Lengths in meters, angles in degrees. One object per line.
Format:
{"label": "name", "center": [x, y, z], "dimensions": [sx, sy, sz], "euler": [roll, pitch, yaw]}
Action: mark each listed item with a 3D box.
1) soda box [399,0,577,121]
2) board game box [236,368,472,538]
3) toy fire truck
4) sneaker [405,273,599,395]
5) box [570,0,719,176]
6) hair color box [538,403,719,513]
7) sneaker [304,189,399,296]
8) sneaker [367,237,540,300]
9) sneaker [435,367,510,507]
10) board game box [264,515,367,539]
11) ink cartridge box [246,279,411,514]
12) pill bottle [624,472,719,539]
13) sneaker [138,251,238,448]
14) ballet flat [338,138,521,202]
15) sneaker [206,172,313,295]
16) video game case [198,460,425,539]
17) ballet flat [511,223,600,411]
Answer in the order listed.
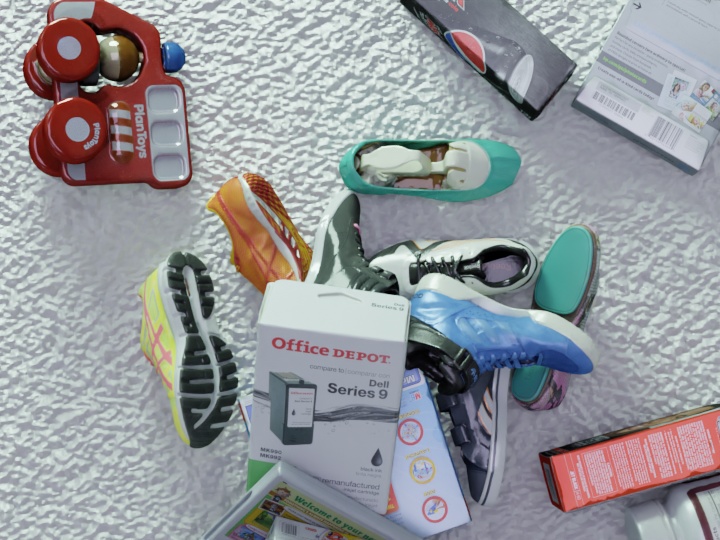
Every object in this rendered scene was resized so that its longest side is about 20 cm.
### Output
{"label": "soda box", "center": [0.135, -0.254, 1.470], "dimensions": [0.200, 0.063, 0.071], "euler": [42, 87, 4]}
{"label": "board game box", "center": [-0.006, 0.197, 1.440], "dimensions": [0.197, 0.056, 0.199], "euler": [-18, 86, 0]}
{"label": "toy fire truck", "center": [-0.265, -0.185, 1.460], "dimensions": [0.165, 0.112, 0.204], "euler": [-3, 86, -24]}
{"label": "sneaker", "center": [0.130, 0.087, 1.362], "dimensions": [0.198, 0.077, 0.112], "euler": [23, 61, 11]}
{"label": "box", "center": [0.340, -0.229, 1.476], "dimensions": [0.154, 0.041, 0.202], "euler": [29, 87, 3]}
{"label": "hair color box", "center": [0.290, 0.191, 1.413], "dimensions": [0.197, 0.102, 0.062], "euler": [-15, 85, -1]}
{"label": "sneaker", "center": [0.000, 0.000, 1.411], "dimensions": [0.098, 0.071, 0.202], "euler": [2, 50, 16]}
{"label": "sneaker", "center": [0.092, -0.004, 1.443], "dimensions": [0.197, 0.080, 0.075], "euler": [-9, 88, 2]}
{"label": "sneaker", "center": [0.114, 0.142, 1.432], "dimensions": [0.078, 0.079, 0.203], "euler": [6, 74, -3]}
{"label": "board game box", "center": [-0.012, 0.321, 1.355], "dimensions": [0.197, 0.034, 0.135], "euler": [17, 127, -12]}
{"label": "ink cartridge box", "center": [-0.033, 0.123, 1.330], "dimensions": [0.143, 0.084, 0.203], "euler": [6, 118, 2]}
{"label": "pill bottle", "center": [0.378, 0.264, 1.399], "dimensions": [0.197, 0.114, 0.116], "euler": [-15, 85, 0]}
{"label": "sneaker", "center": [-0.188, 0.089, 1.443], "dimensions": [0.090, 0.077, 0.203], "euler": [-22, 71, 41]}
{"label": "ballet flat", "center": [0.075, -0.108, 1.455], "dimensions": [0.196, 0.070, 0.069], "euler": [-1, 85, 0]}
{"label": "sneaker", "center": [-0.091, -0.005, 1.461], "dimensions": [0.077, 0.073, 0.202], "euler": [-31, 86, 26]}
{"label": "video game case", "center": [-0.052, 0.287, 1.366], "dimensions": [0.199, 0.022, 0.182], "euler": [32, 122, -21]}
{"label": "ballet flat", "center": [0.213, 0.051, 1.443], "dimensions": [0.069, 0.071, 0.203], "euler": [19, 94, 41]}
